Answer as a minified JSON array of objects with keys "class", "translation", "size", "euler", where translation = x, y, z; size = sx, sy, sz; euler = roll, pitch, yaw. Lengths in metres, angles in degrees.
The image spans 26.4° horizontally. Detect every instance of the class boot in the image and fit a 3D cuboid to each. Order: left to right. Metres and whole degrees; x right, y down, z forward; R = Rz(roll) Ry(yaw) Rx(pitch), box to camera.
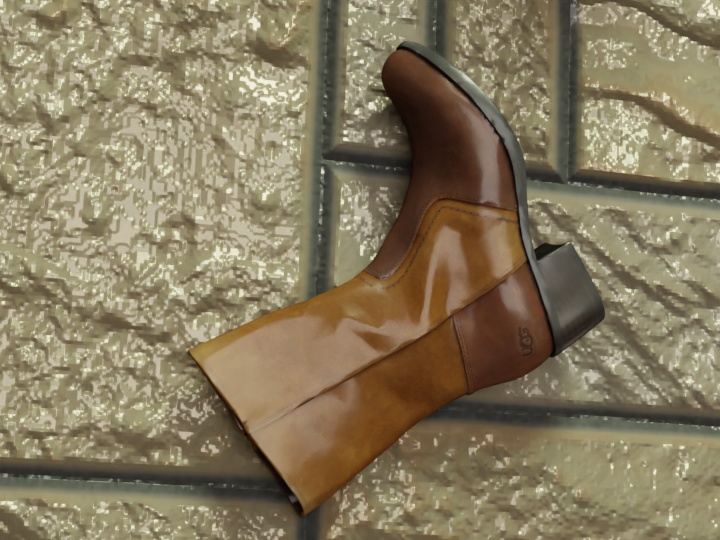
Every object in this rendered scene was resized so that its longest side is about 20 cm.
[{"class":"boot","translation":[0.000,0.000,0.804],"size":[0.200,0.068,0.188],"euler":[-30,96,-10]}]
